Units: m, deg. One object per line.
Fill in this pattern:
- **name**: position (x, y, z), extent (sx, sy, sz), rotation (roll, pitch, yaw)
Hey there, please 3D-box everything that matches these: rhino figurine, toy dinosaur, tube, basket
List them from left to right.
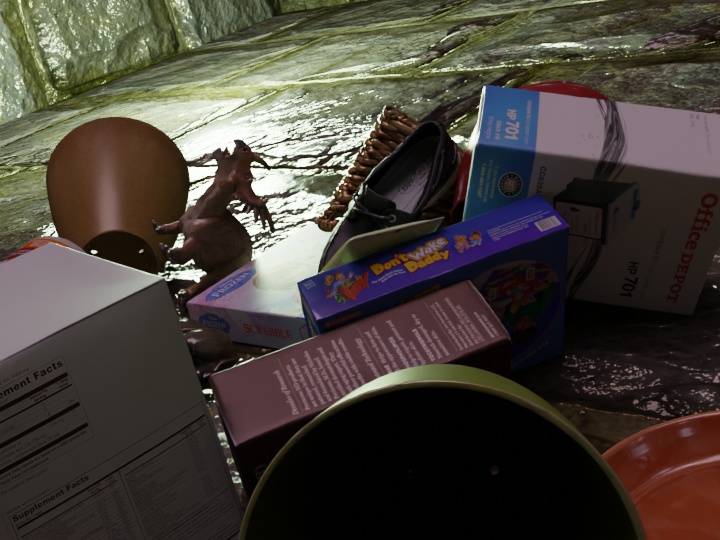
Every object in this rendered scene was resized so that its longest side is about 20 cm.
- **rhino figurine**: position (-0.188, 0.071, 0.947), extent (0.087, 0.061, 0.199), rotation (-6, 12, -35)
- **toy dinosaur**: position (-0.149, -0.034, 1.088), extent (0.134, 0.201, 0.086), rotation (-21, 58, -13)
- **tube**: position (0.000, 0.000, 0.799), extent (0.058, 0.052, 0.200), rotation (-59, 5, -24)
- **basket**: position (0.052, -0.084, 1.098), extent (0.142, 0.150, 0.200), rotation (31, 8, -2)

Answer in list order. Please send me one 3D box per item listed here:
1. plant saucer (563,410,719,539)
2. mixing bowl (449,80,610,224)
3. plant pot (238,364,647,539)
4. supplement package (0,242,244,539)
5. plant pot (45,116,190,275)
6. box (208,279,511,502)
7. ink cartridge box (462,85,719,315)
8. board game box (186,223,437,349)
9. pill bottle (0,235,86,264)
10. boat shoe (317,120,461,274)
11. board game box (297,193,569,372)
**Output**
- **plant saucer**: position (0.212, 0.143, 0.544), extent (0.198, 0.033, 0.201), rotation (-14, 21, 5)
- **mixing bowl**: position (0.178, -0.109, 0.943), extent (0.197, 0.110, 0.200), rotation (-4, -15, -1)
- **plant pot**: position (0.046, 0.128, 0.532), extent (0.185, 0.190, 0.200), rotation (-12, 6, 8)
- **supplement package**: position (-0.202, 0.110, 0.669), extent (0.146, 0.202, 0.190), rotation (-29, 26, -32)
- **plant pot**: position (-0.298, -0.062, 1.222), extent (0.184, 0.188, 0.201), rotation (-16, 34, -3)
- **box**: position (0.005, 0.093, 0.690), extent (0.198, 0.101, 0.075), rotation (-19, 41, -10)
- **ink cartridge box**: position (0.184, -0.055, 0.798), extent (0.197, 0.148, 0.086), rotation (9, 43, 7)
- **board game box**: position (-0.042, 0.013, 1.019), extent (0.198, 0.042, 0.199), rotation (4, 29, 40)
- **pill bottle**: position (-0.366, 0.052, 1.042), extent (0.112, 0.114, 0.200), rotation (-6, 23, 22)
- **boat shoe**: position (0.024, -0.062, 0.927), extent (0.074, 0.066, 0.199), rotation (36, 72, 27)
- **board game box**: position (0.060, 0.037, 0.755), extent (0.198, 0.136, 0.045), rotation (-20, 43, -12)
